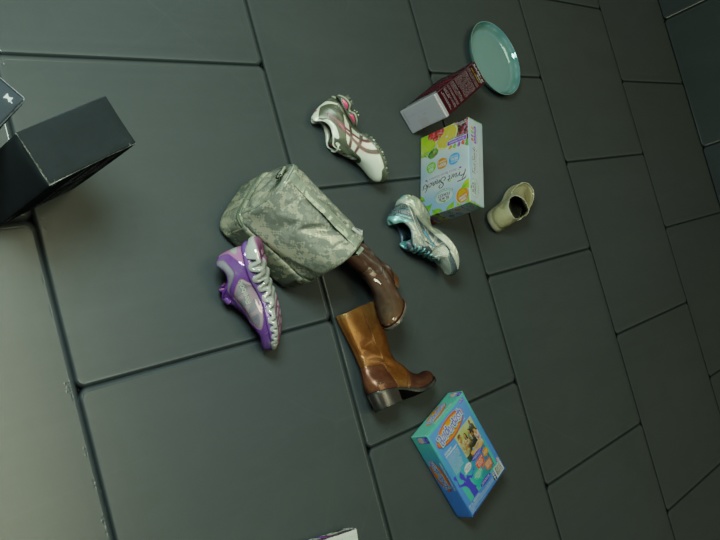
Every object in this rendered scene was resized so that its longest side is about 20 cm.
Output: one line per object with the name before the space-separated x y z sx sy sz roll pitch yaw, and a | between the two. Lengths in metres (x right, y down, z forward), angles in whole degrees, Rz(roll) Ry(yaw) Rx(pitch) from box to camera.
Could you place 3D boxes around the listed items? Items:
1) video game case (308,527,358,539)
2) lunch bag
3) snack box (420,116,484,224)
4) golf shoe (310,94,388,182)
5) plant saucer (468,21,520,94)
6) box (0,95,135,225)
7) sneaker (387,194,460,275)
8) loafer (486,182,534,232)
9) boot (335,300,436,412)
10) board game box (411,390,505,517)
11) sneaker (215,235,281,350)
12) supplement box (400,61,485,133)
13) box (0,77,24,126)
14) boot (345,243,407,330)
video game case | -0.067 0.544 1.249 0.181 0.036 0.200 -2 78 -42
lunch bag | -0.110 -0.079 1.311 0.200 0.168 0.139 45 51 -24
snack box | 0.197 -0.215 1.658 0.053 0.142 0.200 17 66 -39
golf shoe | -0.022 -0.250 1.527 0.088 0.077 0.200 -40 103 -22
plant saucer | 0.343 -0.546 1.979 0.200 0.027 0.200 16 66 -40
box | -0.417 -0.142 1.018 0.141 0.200 0.079 -44 108 -42
sneaker | 0.126 -0.058 1.605 0.200 0.078 0.086 50 61 -11
loafer | 0.383 -0.158 1.866 0.200 0.068 0.076 -45 108 -42
boot | 0.050 0.157 1.481 0.188 0.068 0.200 -14 76 -41
board game box | 0.202 0.371 1.549 0.152 0.045 0.200 -39 105 -42
sneaker | -0.187 0.044 1.272 0.081 0.088 0.200 -102 179 -70
supplement box | 0.189 -0.393 1.729 0.200 0.109 0.061 -46 109 -40
box | -0.538 -0.149 0.910 0.123 0.198 0.200 44 51 -25
boot | 0.000 0.000 1.431 0.200 0.064 0.186 47 17 -27
